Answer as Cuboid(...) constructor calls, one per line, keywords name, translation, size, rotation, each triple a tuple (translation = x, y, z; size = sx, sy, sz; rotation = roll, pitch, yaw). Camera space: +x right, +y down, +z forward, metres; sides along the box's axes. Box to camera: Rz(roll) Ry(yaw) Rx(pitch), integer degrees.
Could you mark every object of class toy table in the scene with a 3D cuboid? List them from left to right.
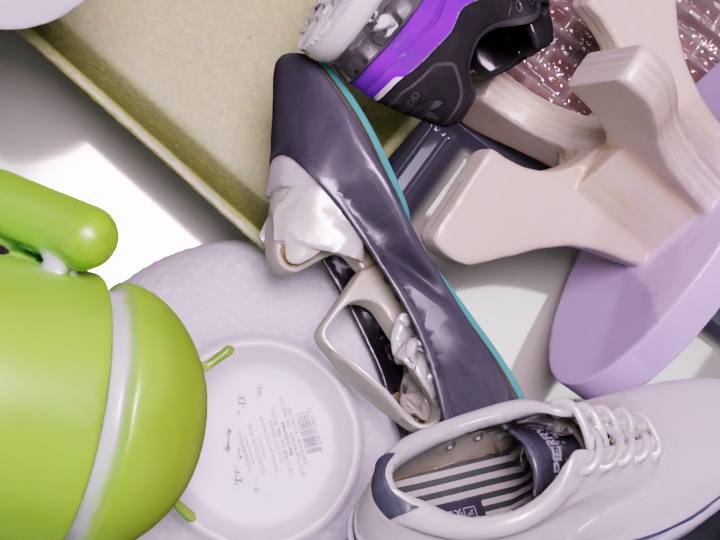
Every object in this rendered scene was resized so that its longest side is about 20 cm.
Cuboid(name="toy table", translation=(0.120, -0.054, 0.802), size=(0.117, 0.184, 0.201), rotation=(36, 68, -18))

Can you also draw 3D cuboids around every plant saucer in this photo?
Cuboid(name="plant saucer", translation=(-0.050, -0.133, 0.835), size=(0.200, 0.048, 0.200), rotation=(41, 73, -2))

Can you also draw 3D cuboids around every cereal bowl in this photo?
Cuboid(name="cereal bowl", translation=(-0.052, 0.081, 0.800), size=(0.199, 0.083, 0.201), rotation=(1, 82, -7))

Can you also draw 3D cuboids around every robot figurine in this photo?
Cuboid(name="robot figurine", translation=(-0.152, 0.052, 0.690), size=(0.199, 0.116, 0.176), rotation=(12, 100, -22))

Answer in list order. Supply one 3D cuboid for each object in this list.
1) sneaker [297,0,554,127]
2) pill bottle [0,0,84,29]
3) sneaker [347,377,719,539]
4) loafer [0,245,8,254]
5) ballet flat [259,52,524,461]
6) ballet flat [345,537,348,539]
Cuboid(name="sneaker", translation=(0.051, -0.142, 0.791), size=(0.099, 0.070, 0.201), rotation=(36, 57, -11))
Cuboid(name="pill bottle", translation=(-0.180, -0.187, 0.747), size=(0.114, 0.200, 0.115), rotation=(-18, 130, -23))
Cuboid(name="sneaker", translation=(0.092, 0.085, 0.725), size=(0.199, 0.071, 0.073), rotation=(-17, 62, -20))
Cuboid(name="loafer", translation=(-0.175, 0.065, 0.789), size=(0.063, 0.072, 0.201), rotation=(-5, 81, -4))
Cuboid(name="ballet flat", translation=(0.000, 0.000, 0.759), size=(0.073, 0.073, 0.201), rotation=(-31, 93, -10))
Cuboid(name="ballet flat", translation=(0.037, 0.192, 0.788), size=(0.200, 0.067, 0.070), rotation=(37, 95, -32))
